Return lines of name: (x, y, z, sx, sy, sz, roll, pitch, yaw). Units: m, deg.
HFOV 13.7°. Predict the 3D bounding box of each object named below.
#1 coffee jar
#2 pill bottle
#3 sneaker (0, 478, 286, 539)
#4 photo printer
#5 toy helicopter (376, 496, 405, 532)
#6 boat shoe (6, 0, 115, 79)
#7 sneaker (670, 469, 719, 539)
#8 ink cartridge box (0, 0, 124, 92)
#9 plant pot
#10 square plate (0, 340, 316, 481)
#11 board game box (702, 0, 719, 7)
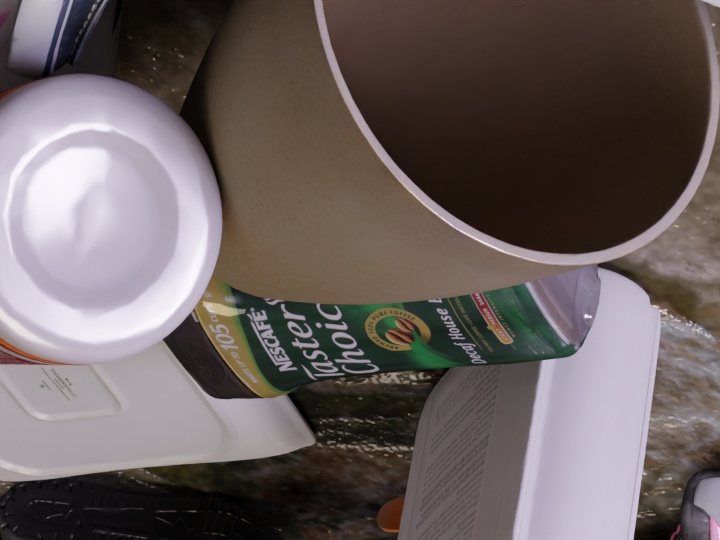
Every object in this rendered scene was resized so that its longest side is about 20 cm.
coffee jar: (0.000, 0.000, 1.353, 0.199, 0.086, 0.104, -9, 138, 27)
pill bottle: (-0.139, -0.017, 1.235, 0.113, 0.113, 0.200, 27, 168, -20)
sneaker: (-0.132, 0.163, 1.644, 0.199, 0.060, 0.104, 13, 147, 4)
photo printer: (0.071, 0.119, 1.398, 0.069, 0.201, 0.166, 22, 143, -14)
toy helicopter: (0.032, 0.165, 1.572, 0.199, 0.079, 0.133, 4, 122, -10)
boat shoe: (-0.069, -0.145, 1.152, 0.090, 0.071, 0.201, 18, 125, -12)
sneaker: (0.171, 0.168, 1.556, 0.095, 0.079, 0.200, 11, 145, 21)
ink cartridge box: (-0.200, -0.123, 1.282, 0.199, 0.043, 0.197, 12, 145, -2)
plant pot: (0.009, -0.063, 1.201, 0.187, 0.188, 0.200, 28, 150, -22)
square plate: (-0.149, 0.049, 1.514, 0.197, 0.029, 0.200, -7, 140, 24)
board game box: (0.172, -0.153, 1.077, 0.199, 0.105, 0.103, 20, 144, -11)
